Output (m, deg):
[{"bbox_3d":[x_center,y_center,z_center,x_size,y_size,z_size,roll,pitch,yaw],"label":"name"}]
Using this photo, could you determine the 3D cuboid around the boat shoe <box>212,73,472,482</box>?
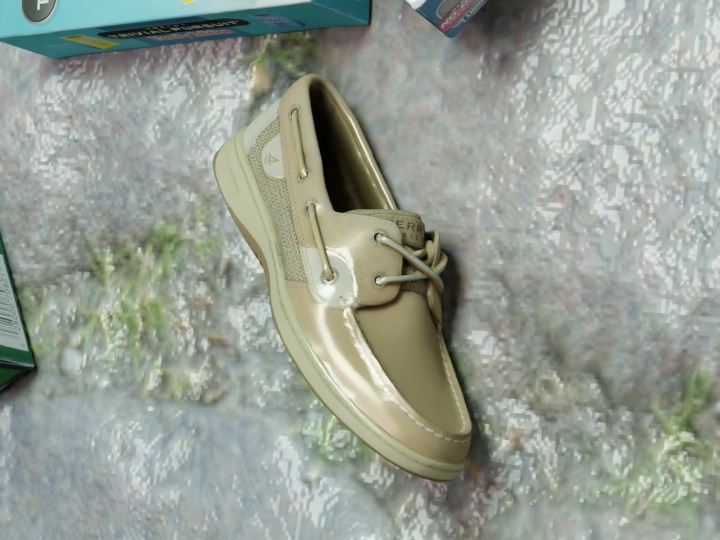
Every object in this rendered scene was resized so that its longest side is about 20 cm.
[{"bbox_3d":[0.000,0.000,1.169,0.065,0.071,0.200,-45,56,24],"label":"boat shoe"}]

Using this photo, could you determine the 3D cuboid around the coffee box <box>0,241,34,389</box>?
[{"bbox_3d":[-0.239,-0.015,1.379,0.123,0.044,0.201,-34,63,28],"label":"coffee box"}]

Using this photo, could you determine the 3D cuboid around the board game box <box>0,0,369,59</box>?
[{"bbox_3d":[-0.082,-0.185,1.286,0.199,0.047,0.152,-3,80,38],"label":"board game box"}]

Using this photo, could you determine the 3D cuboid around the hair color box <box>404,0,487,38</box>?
[{"bbox_3d":[-0.002,-0.204,1.173,0.100,0.061,0.200,-46,72,6],"label":"hair color box"}]
